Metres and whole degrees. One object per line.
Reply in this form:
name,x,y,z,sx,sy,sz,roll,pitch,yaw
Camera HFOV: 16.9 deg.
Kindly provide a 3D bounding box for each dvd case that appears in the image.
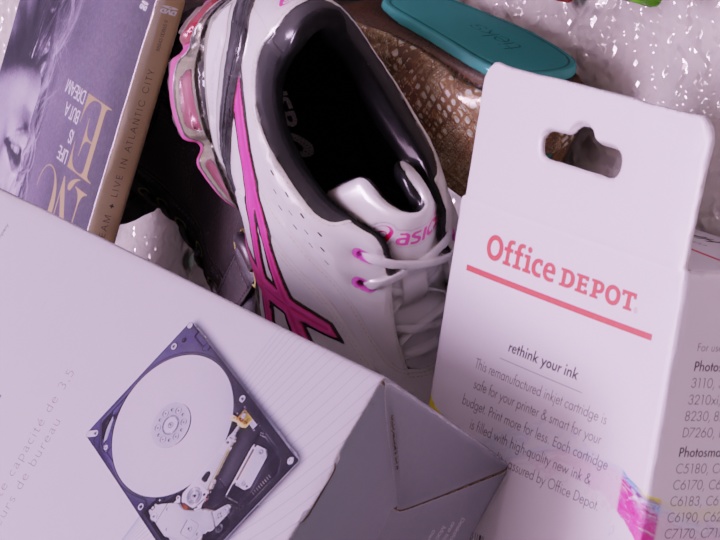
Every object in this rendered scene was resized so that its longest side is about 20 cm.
dvd case,-0.128,-0.028,0.961,0.149,0.016,0.200,36,111,60

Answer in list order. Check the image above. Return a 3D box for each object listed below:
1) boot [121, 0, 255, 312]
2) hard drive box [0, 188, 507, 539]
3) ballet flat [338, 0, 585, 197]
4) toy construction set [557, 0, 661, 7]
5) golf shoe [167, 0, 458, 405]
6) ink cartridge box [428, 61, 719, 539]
boot,-0.055,-0.010,0.958,0.174,0.069,0.200,68,152,17
hard drive box,-0.078,0.080,0.763,0.200,0.077,0.156,23,80,42
ballet flat,0.008,-0.076,0.865,0.200,0.070,0.065,46,133,51
toy construction set,0.094,-0.157,0.716,0.131,0.092,0.200,33,126,26
golf shoe,0.000,0.000,0.803,0.200,0.073,0.092,64,162,-12
ink cartridge box,0.079,0.045,0.745,0.115,0.068,0.201,23,107,55
